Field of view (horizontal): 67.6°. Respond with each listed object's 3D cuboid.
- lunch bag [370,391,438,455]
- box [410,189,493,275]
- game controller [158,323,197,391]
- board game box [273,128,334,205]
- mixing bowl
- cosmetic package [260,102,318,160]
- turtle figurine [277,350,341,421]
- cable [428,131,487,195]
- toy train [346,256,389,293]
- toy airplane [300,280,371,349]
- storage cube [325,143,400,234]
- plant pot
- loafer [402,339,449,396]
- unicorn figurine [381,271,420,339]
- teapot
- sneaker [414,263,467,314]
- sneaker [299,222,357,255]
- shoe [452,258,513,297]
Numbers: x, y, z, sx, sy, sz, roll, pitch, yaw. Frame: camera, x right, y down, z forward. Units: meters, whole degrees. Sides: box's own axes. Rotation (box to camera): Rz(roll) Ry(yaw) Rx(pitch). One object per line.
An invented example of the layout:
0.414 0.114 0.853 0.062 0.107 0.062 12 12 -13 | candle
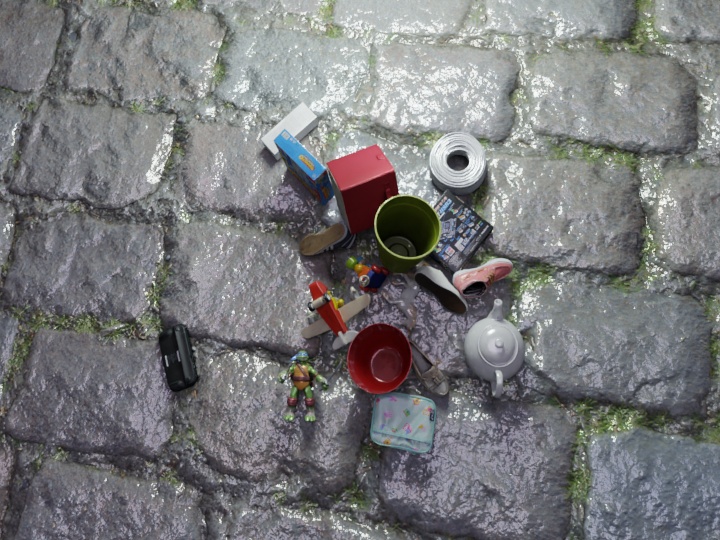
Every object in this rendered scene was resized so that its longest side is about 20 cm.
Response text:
0.129 0.446 1.575 0.194 0.077 0.165 9 75 8 | lunch bag
0.292 -0.121 1.729 0.197 0.050 0.201 39 82 14 | box
-0.582 0.277 1.714 0.102 0.042 0.205 -23 73 14 | game controller
-0.180 -0.333 1.753 0.056 0.196 0.200 -43 75 -7 | board game box
0.067 0.272 1.604 0.194 0.109 0.206 -6 69 15 | mixing bowl
-0.245 -0.484 1.875 0.199 0.051 0.083 -42 73 -6 | cosmetic package
-0.171 0.346 1.583 0.197 0.141 0.201 6 94 50 | turtle figurine
0.323 -0.354 1.778 0.197 0.069 0.203 29 79 12 | cable
0.000 0.000 1.649 0.115 0.199 0.086 39 101 21 | toy train
-0.077 0.136 1.662 0.194 0.142 0.204 13 113 0 | toy airplane
0.012 -0.252 1.667 0.175 0.174 0.202 -20 43 -5 | storage cube
0.129 -0.089 1.626 0.194 0.194 0.206 2 67 -4 | plant pot
0.192 0.293 1.618 0.071 0.063 0.201 -37 75 -6 | loafer
0.136 0.089 1.673 0.135 0.074 0.204 25 79 12 | unicorn figurine
0.396 0.230 1.574 0.197 0.146 0.201 -41 76 -6 | teapot
0.262 0.048 1.676 0.199 0.073 0.085 41 41 -2 | sneaker
-0.101 -0.092 1.755 0.196 0.107 0.072 -21 73 31 | sneaker
0.384 0.028 1.644 0.194 0.073 0.092 -14 29 -2 | shoe
